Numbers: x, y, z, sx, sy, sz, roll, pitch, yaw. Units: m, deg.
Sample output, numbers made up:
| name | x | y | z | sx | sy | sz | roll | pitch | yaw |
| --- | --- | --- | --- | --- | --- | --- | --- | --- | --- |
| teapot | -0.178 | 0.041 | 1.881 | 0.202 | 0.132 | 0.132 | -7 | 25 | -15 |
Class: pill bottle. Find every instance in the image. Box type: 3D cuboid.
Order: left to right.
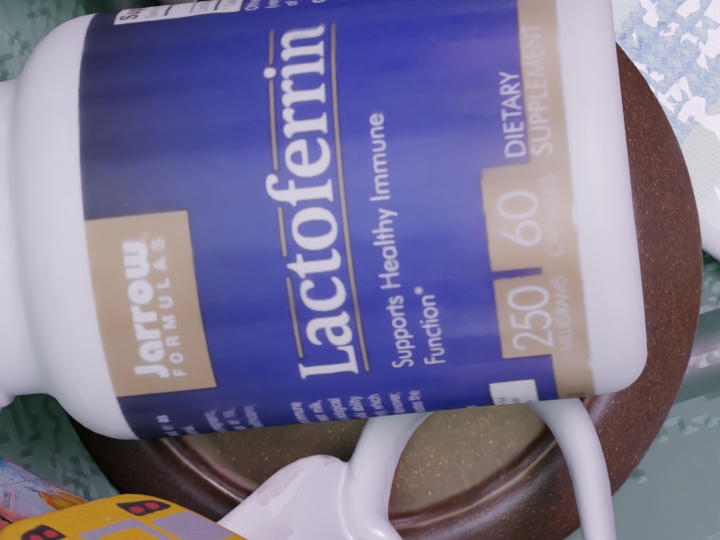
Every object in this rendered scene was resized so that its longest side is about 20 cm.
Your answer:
| name | x | y | z | sx | sy | sz | roll | pitch | yaw |
| --- | --- | --- | --- | --- | --- | --- | --- | --- | --- |
| pill bottle | -0.028 | -0.015 | 0.772 | 0.199 | 0.116 | 0.116 | -6 | 89 | 5 |

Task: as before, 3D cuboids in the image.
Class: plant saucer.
| name | x | y | z | sx | sy | sz | roll | pitch | yaw |
| --- | --- | --- | --- | --- | --- | --- | --- | --- | --- |
| plant saucer | 0.000 | 0.000 | 0.845 | 0.200 | 0.034 | 0.201 | 0 | 94 | 4 |

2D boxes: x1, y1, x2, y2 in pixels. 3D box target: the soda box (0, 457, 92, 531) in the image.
| name | x | y | z | sx | sy | sz | roll | pitch | yaw |
| --- | --- | --- | --- | --- | --- | --- | --- | --- | --- |
| soda box | -0.132 | 0.142 | 0.743 | 0.063 | 0.068 | 0.200 | 26 | 97 | 14 |

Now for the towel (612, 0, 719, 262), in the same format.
| name | x | y | z | sx | sy | sz | roll | pitch | yaw |
| --- | --- | --- | --- | --- | --- | --- | --- | --- | --- |
| towel | 0.094 | -0.105 | 0.864 | 0.200 | 0.024 | 0.147 | 38 | 91 | 2 |

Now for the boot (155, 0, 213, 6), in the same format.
| name | x | y | z | sx | sy | sz | roll | pitch | yaw |
| --- | --- | --- | --- | --- | --- | --- | --- | --- | --- |
| boot | -0.093 | -0.099 | 0.805 | 0.130 | 0.068 | 0.200 | 32 | 116 | 2 |

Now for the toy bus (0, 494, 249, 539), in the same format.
| name | x | y | z | sx | sy | sz | roll | pitch | yaw |
| --- | --- | --- | --- | --- | --- | --- | --- | --- | --- |
| toy bus | -0.062 | 0.163 | 0.699 | 0.078 | 0.065 | 0.201 | 23 | 110 | 31 |

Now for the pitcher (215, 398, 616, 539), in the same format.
| name | x | y | z | sx | sy | sz | roll | pitch | yaw |
| --- | --- | --- | --- | --- | --- | --- | --- | --- | --- |
| pitcher | 0.034 | 0.124 | 0.760 | 0.172 | 0.121 | 0.200 | -43 | 59 | -7 |
